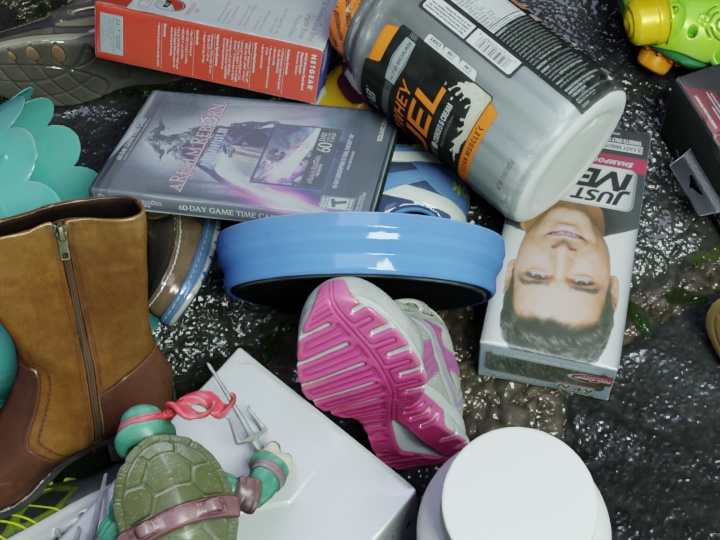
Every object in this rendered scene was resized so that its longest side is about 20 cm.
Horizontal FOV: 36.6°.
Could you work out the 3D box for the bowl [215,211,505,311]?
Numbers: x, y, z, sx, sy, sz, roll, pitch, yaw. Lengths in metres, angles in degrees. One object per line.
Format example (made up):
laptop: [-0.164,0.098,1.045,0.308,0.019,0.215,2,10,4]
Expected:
bowl: [0.000,0.000,0.748,0.199,0.201,0.040,0,80,4]

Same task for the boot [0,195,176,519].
boot: [-0.207,0.059,0.659,0.187,0.201,0.069,-13,46,-12]

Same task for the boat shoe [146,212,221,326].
boat shoe: [-0.150,-0.044,0.825,0.072,0.072,0.201,25,38,-23]

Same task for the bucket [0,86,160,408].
bucket: [-0.244,-0.008,0.767,0.134,0.207,0.208,-26,63,-1]

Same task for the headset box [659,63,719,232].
headset box: [0.340,-0.096,0.840,0.198,0.077,0.150,-20,62,-6]

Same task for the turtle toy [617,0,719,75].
turtle toy: [0.272,-0.242,0.907,0.144,0.101,0.202,-8,61,0]

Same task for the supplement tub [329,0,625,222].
supplement tub: [0.079,-0.140,0.780,0.122,0.123,0.200,-42,70,-17]

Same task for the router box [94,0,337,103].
router box: [-0.102,-0.225,0.899,0.178,0.049,0.201,12,39,1]

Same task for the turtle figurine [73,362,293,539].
turtle figurine: [-0.103,0.149,0.608,0.149,0.101,0.201,-19,68,-6]

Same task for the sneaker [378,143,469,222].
sneaker: [-0.010,-0.050,0.842,0.198,0.074,0.083,-1,64,4]

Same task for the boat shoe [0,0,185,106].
boat shoe: [-0.234,-0.196,0.942,0.198,0.075,0.074,-7,51,-10]

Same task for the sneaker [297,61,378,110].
sneaker: [0.024,-0.173,0.894,0.199,0.090,0.075,-34,65,-14]

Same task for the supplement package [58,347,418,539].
supplement package: [-0.081,0.186,0.699,0.155,0.111,0.200,36,71,21]

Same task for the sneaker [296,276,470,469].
sneaker: [0.015,0.056,0.721,0.081,0.200,0.089,-12,54,16]

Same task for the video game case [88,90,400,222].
video game case: [-0.078,-0.082,0.792,0.198,0.019,0.143,7,39,7]

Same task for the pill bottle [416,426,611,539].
pill bottle: [0.088,0.166,0.648,0.110,0.200,0.112,-2,62,3]

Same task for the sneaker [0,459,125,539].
sneaker: [-0.232,0.168,0.740,0.199,0.075,0.085,-28,63,-11]

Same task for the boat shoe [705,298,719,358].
boat shoe: [0.335,0.078,0.757,0.069,0.074,0.200,-36,66,-28]

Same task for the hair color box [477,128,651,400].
hair color box: [0.154,-0.014,0.818,0.098,0.061,0.201,10,64,9]
